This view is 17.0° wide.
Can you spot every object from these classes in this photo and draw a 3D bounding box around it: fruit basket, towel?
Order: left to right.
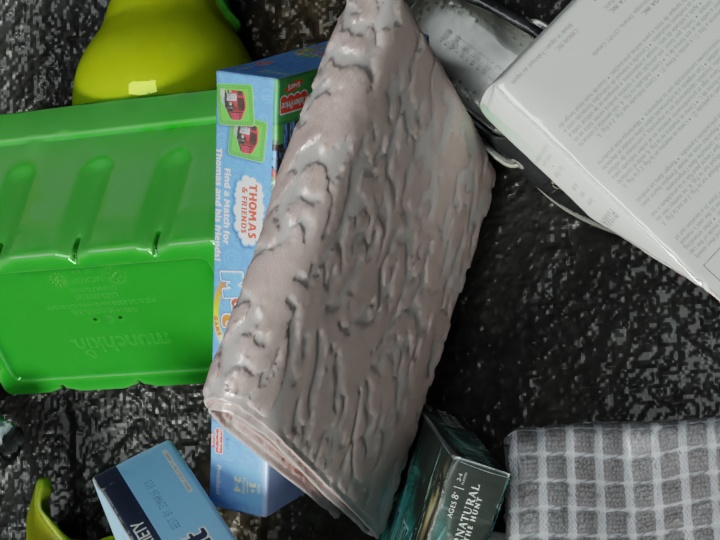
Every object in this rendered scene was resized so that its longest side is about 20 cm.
[{"bbox_3d":[-0.100,-0.048,1.224,0.215,0.156,0.216,-15,37,12],"label":"fruit basket"},{"bbox_3d":[0.000,0.000,1.075,0.032,0.191,0.201,11,71,22],"label":"towel"},{"bbox_3d":[0.142,0.153,1.028,0.165,0.086,0.201,-8,66,18],"label":"towel"}]

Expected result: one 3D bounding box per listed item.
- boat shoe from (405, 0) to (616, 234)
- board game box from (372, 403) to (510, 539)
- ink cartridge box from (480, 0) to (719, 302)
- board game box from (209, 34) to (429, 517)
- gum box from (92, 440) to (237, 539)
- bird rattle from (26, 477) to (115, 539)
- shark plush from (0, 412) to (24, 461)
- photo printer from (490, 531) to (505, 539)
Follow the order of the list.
[{"bbox_3d":[0.086,-0.083,1.163,0.200,0.060,0.074,43,103,22],"label":"boat shoe"},{"bbox_3d":[0.024,0.137,1.102,0.028,0.200,0.136,18,92,-4],"label":"board game box"},{"bbox_3d":[0.181,-0.067,1.108,0.200,0.050,0.161,44,80,3],"label":"ink cartridge box"},{"bbox_3d":[-0.018,-0.004,1.125,0.036,0.151,0.201,10,107,26],"label":"board game box"},{"bbox_3d":[-0.048,0.202,1.099,0.044,0.200,0.170,-25,41,-13],"label":"gum box"},{"bbox_3d":[-0.157,0.195,1.185,0.112,0.200,0.164,2,110,26],"label":"bird rattle"},{"bbox_3d":[-0.235,0.077,1.252,0.200,0.083,0.091,33,105,49],"label":"shark plush"},{"bbox_3d":[0.126,0.215,1.112,0.199,0.069,0.167,6,86,24],"label":"photo printer"}]
